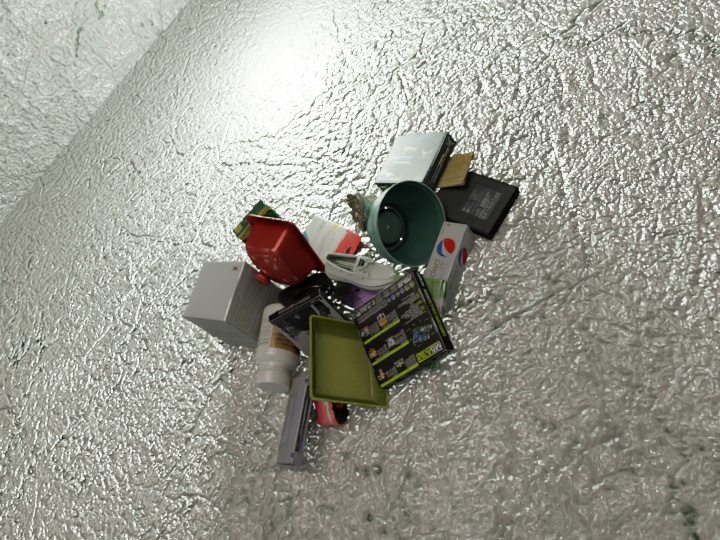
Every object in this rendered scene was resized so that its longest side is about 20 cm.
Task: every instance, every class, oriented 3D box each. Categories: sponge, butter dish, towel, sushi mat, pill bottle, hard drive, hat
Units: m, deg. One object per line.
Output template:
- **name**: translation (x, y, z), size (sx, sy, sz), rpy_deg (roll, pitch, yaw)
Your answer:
- **sponge**: translation (0.040, 0.067, 1.503), size (0.198, 0.030, 0.113), rpy_deg (28, 81, 41)
- **butter dish**: translation (-0.218, -0.028, 1.544), size (0.196, 0.201, 0.150), rpy_deg (10, 57, 38)
- **towel**: translation (0.122, 0.116, 1.368), size (0.146, 0.030, 0.207), rpy_deg (6, 92, 36)
- **sushi mat**: translation (0.205, -0.252, 1.554), size (0.197, 0.012, 0.098), rpy_deg (-1, 60, 49)
- **pill bottle**: translation (-0.208, 0.200, 1.536), size (0.112, 0.114, 0.205), rpy_deg (-10, 59, 28)
- **hard drive**: translation (0.274, -0.171, 1.482), size (0.198, 0.033, 0.141), rpy_deg (28, 82, 41)
- **hat**: translation (-0.108, 0.083, 1.523), size (0.194, 0.083, 0.202), rpy_deg (-11, 25, 5)

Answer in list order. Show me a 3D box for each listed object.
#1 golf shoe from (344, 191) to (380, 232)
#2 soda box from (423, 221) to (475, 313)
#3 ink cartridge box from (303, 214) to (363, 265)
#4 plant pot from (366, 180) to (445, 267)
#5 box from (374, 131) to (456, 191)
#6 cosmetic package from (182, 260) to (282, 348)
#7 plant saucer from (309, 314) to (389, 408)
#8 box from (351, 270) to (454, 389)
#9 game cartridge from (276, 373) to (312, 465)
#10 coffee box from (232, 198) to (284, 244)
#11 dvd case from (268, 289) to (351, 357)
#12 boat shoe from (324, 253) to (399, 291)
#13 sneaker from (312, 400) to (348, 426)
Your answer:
- **golf shoe**: translation (0.017, -0.174, 1.557), size (0.096, 0.200, 0.079), rpy_deg (-35, 80, -3)
- **soda box**: translation (0.202, -0.009, 1.417), size (0.067, 0.064, 0.204), rpy_deg (10, 71, 36)
- **ink cartridge box**: translation (-0.074, -0.061, 1.627), size (0.198, 0.067, 0.118), rpy_deg (27, 81, 40)
- **plant pot**: translation (0.094, -0.110, 1.481), size (0.133, 0.198, 0.204), rpy_deg (-2, 58, 63)
- **box**: translation (0.143, -0.285, 1.597), size (0.197, 0.051, 0.161), rpy_deg (11, 69, 51)
- **cosmetic package**: translation (-0.332, 0.094, 1.622), size (0.163, 0.200, 0.171), rpy_deg (1, 63, 33)
- **plant saucer**: translation (-0.035, 0.218, 1.387), size (0.048, 0.195, 0.205), rpy_deg (-47, 38, 49)
- **box**: translation (0.089, 0.135, 1.352), size (0.198, 0.047, 0.197), rpy_deg (-36, 68, 29)
- **game cartridge**: translation (-0.149, 0.352, 1.416), size (0.130, 0.037, 0.206), rpy_deg (139, 143, -64)
- **coffee box**: translation (-0.250, -0.095, 1.676), size (0.123, 0.200, 0.044), rpy_deg (-45, 48, 1)
- **dvd case**: translation (-0.104, 0.137, 1.445), size (0.148, 0.200, 0.025), rpy_deg (-27, 44, 16)
- **boat shoe**: translation (0.000, 0.000, 1.477), size (0.194, 0.068, 0.075), rpy_deg (5, 53, 15)
- **sneaker**: translation (-0.090, 0.270, 1.430), size (0.085, 0.073, 0.206), rpy_deg (-22, 67, 33)
